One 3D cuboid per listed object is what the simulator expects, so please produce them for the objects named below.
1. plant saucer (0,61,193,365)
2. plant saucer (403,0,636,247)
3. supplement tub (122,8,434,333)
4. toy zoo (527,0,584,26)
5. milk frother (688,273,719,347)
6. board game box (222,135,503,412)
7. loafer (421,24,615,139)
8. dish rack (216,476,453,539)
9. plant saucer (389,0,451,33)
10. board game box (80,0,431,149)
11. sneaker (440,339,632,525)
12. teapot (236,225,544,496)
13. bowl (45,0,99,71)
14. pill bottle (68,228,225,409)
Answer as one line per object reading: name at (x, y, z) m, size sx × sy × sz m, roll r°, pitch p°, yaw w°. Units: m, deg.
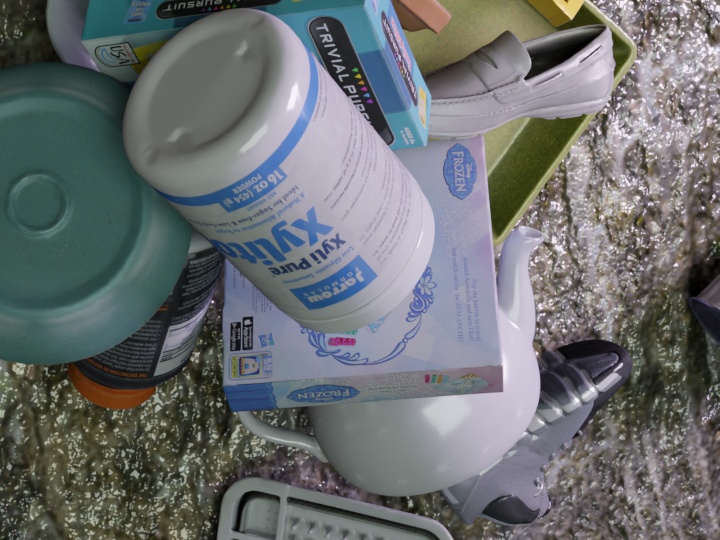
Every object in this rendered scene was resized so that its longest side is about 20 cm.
plant saucer at (-0.207, -0.041, 1.110) m, size 0.197 × 0.036 × 0.203 m, roll 0°, pitch 82°, yaw -3°
plant saucer at (0.088, -0.155, 1.341) m, size 0.199 × 0.048 × 0.201 m, roll 36°, pitch 92°, yaw -26°
supplement tub at (-0.049, -0.061, 1.104) m, size 0.132 × 0.132 × 0.200 m, roll -46°, pitch 136°, yaw -2°
toy zoo at (0.127, -0.277, 1.294) m, size 0.200 × 0.020 × 0.132 m, roll 39°, pitch 57°, yaw -25°
milk frother at (0.421, 0.035, 1.445) m, size 0.188 × 0.200 × 0.181 m, roll -45°, pitch 120°, yaw -3°
board game box at (0.000, 0.000, 1.247) m, size 0.196 × 0.202 × 0.044 m, roll -5°, pitch 147°, yaw 5°
loafer at (0.103, -0.146, 1.282) m, size 0.198 × 0.070 × 0.070 m, roll -14°, pitch 126°, yaw -26°
dish rack at (-0.021, 0.258, 1.385) m, size 0.198 × 0.044 × 0.174 m, roll 11°, pitch 104°, yaw 14°
plant saucer at (-0.022, -0.229, 1.191) m, size 0.200 × 0.200 × 0.032 m, roll 37°, pitch 97°, yaw -26°
board game box at (-0.067, -0.135, 1.158) m, size 0.198 × 0.047 × 0.151 m, roll -5°, pitch 147°, yaw 18°
sneaker at (0.155, 0.148, 1.453) m, size 0.199 × 0.075 × 0.116 m, roll -30°, pitch 120°, yaw 1°
teapot at (0.032, 0.065, 1.309) m, size 0.200 × 0.196 × 0.147 m, roll -50°, pitch 127°, yaw -37°
bowl at (-0.117, -0.198, 1.203) m, size 0.198 × 0.091 × 0.202 m, roll 1°, pitch 146°, yaw 1°
pill bottle at (-0.160, 0.013, 1.232) m, size 0.105 × 0.107 × 0.201 m, roll 2°, pitch 138°, yaw -21°
